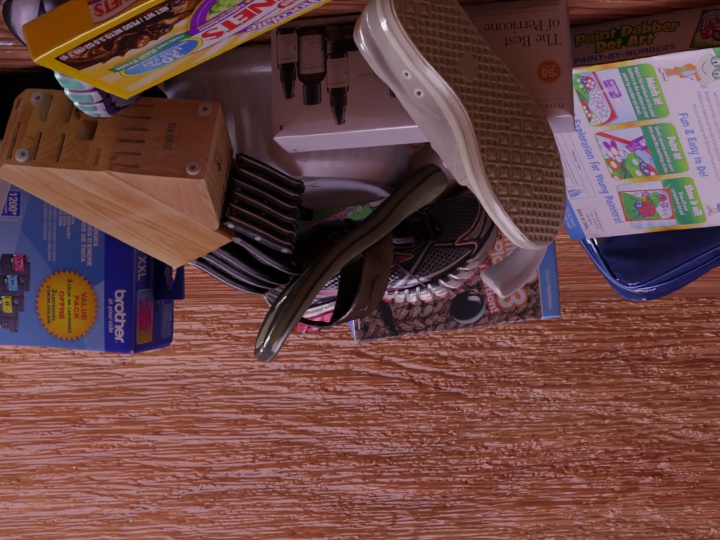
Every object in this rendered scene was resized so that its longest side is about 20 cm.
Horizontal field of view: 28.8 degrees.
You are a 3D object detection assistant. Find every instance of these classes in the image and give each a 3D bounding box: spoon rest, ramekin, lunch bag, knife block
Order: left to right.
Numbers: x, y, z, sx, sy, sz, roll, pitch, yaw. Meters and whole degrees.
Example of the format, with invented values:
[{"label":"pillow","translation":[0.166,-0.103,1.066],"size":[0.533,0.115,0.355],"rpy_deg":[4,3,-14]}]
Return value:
[{"label":"knife block","translation":[-0.136,-0.046,0.987],"size":[0.199,0.064,0.176],"rpy_deg":[5,150,7]},{"label":"ramekin","translation":[-0.051,-0.104,1.080],"size":[0.201,0.095,0.202],"rpy_deg":[-2,174,0]},{"label":"spoon rest","translation":[0.101,-0.078,1.042],"size":[0.060,0.201,0.099],"rpy_deg":[-24,-146,-12]},{"label":"lunch bag","translation":[0.273,-0.068,1.172],"size":[0.199,0.136,0.132],"rpy_deg":[-31,169,9]}]

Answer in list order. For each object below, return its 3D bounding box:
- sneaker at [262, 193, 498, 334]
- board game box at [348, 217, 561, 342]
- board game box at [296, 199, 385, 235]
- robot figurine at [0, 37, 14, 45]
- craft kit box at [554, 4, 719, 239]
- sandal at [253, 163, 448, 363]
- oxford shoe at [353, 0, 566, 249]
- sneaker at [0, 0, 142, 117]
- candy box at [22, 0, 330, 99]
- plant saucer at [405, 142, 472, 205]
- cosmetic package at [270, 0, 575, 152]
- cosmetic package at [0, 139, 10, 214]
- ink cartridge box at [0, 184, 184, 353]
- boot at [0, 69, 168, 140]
[{"label":"sneaker","translation":[0.014,-0.014,1.115],"size":[0.199,0.081,0.075],"rpy_deg":[-21,133,2]},{"label":"board game box","translation":[0.080,-0.028,1.343],"size":[0.199,0.160,0.097],"rpy_deg":[-8,-170,-4]},{"label":"board game box","translation":[-0.071,-0.060,1.210],"size":[0.199,0.029,0.134],"rpy_deg":[-25,-148,-30]},{"label":"robot figurine","translation":[-0.289,-0.100,0.764],"size":[0.199,0.170,0.113],"rpy_deg":[-32,-155,6]},{"label":"craft kit box","translation":[0.221,-0.103,1.020],"size":[0.196,0.049,0.200],"rpy_deg":[-2,145,26]},{"label":"sandal","translation":[0.001,-0.001,1.032],"size":[0.201,0.057,0.080],"rpy_deg":[-42,-177,-17]},{"label":"oxford shoe","translation":[0.064,-0.098,0.878],"size":[0.058,0.200,0.075],"rpy_deg":[-11,-148,52]},{"label":"sneaker","translation":[-0.139,-0.141,0.830],"size":[0.087,0.075,0.200],"rpy_deg":[-8,172,7]},{"label":"candy box","translation":[-0.067,-0.149,0.738],"size":[0.199,0.027,0.102],"rpy_deg":[-23,170,17]},{"label":"plant saucer","translation":[0.120,-0.092,1.169],"size":[0.199,0.037,0.201],"rpy_deg":[-24,164,-7]},{"label":"cosmetic package","translation":[0.041,-0.129,0.938],"size":[0.199,0.083,0.051],"rpy_deg":[-4,174,10]},{"label":"cosmetic package","translation":[-0.381,-0.022,1.006],"size":[0.199,0.200,0.123],"rpy_deg":[7,164,26]},{"label":"ink cartridge box","translation":[-0.223,-0.007,1.113],"size":[0.199,0.137,0.076],"rpy_deg":[2,-176,16]},{"label":"boot","translation":[-0.212,-0.107,1.105],"size":[0.197,0.074,0.162],"rpy_deg":[4,173,15]}]
